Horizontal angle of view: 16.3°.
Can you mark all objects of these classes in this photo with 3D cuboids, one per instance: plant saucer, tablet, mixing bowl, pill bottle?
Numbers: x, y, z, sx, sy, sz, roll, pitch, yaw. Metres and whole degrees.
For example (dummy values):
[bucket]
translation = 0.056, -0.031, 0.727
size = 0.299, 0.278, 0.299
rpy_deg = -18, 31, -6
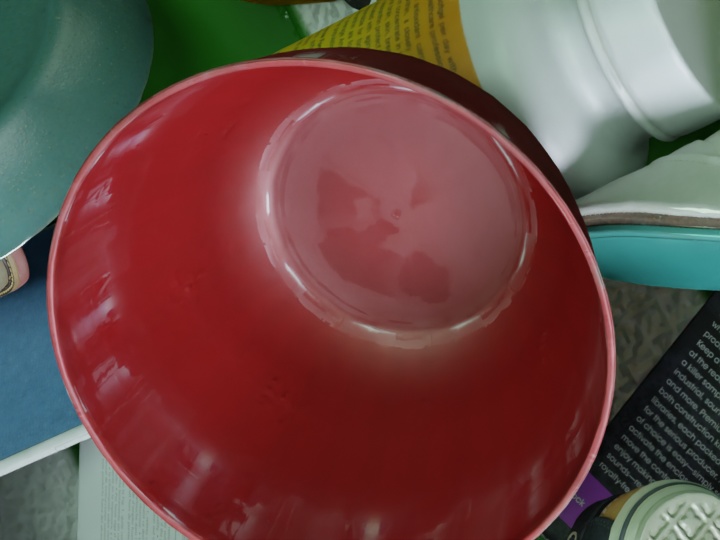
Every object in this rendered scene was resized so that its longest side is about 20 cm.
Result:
[plant saucer]
translation = -0.183, -0.075, 1.069
size = 0.199, 0.036, 0.201
rpy_deg = -18, 45, 18
[tablet]
translation = -0.151, 0.038, 1.090
size = 0.199, 0.014, 0.131
rpy_deg = -25, 44, 26
[mixing bowl]
translation = 0.000, 0.000, 0.881
size = 0.198, 0.109, 0.202
rpy_deg = 7, 118, 13
[pill bottle]
translation = 0.041, -0.059, 0.967
size = 0.199, 0.111, 0.112
rpy_deg = -24, 78, 26

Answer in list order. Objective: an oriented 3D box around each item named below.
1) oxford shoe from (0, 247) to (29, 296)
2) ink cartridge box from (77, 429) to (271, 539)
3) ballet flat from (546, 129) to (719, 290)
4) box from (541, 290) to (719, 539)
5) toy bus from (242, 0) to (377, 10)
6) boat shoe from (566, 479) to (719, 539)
[oxford shoe]
translation = -0.224, -0.001, 1.105
size = 0.199, 0.075, 0.071
rpy_deg = 0, 122, 45
[ink cartridge box]
translation = -0.064, 0.157, 1.012
size = 0.173, 0.043, 0.202
rpy_deg = 0, 89, 58
[ballet flat]
translation = 0.166, -0.024, 0.894
size = 0.198, 0.069, 0.070
rpy_deg = 5, 91, 24
[box]
translation = 0.176, 0.068, 0.934
size = 0.143, 0.036, 0.201
rpy_deg = 44, 110, 21
[toy bus]
translation = 0.020, -0.155, 1.008
size = 0.199, 0.065, 0.079
rpy_deg = -12, 81, 28
[boat shoe]
translation = 0.095, 0.172, 0.868
size = 0.062, 0.074, 0.202
rpy_deg = 1, 88, 62
